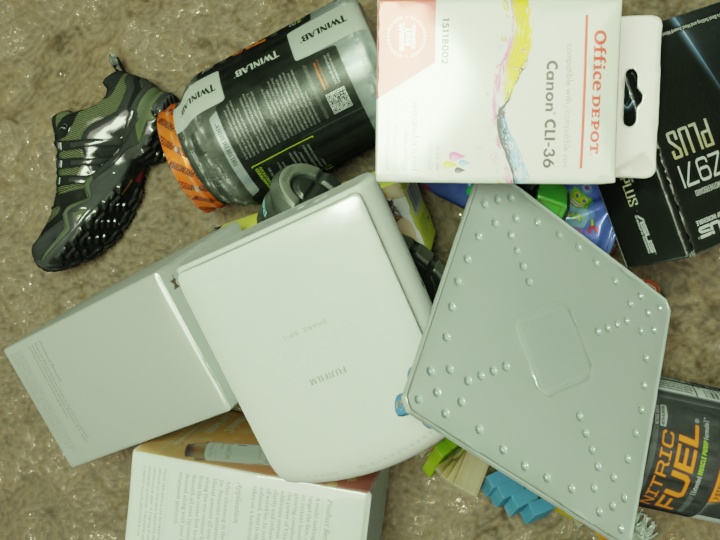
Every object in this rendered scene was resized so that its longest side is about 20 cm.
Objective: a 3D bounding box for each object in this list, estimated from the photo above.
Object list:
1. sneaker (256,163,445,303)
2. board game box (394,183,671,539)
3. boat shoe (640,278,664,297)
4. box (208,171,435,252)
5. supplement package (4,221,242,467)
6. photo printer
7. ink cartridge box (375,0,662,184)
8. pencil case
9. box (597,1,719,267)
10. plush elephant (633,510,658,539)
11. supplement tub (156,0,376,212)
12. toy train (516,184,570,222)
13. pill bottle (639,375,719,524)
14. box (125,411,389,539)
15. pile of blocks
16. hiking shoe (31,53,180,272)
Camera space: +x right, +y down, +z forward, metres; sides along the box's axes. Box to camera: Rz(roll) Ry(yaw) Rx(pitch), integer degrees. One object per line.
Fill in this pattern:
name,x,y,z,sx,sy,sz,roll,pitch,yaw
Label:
sneaker,0.000,0.000,0.706,0.199,0.076,0.079,42,134,-5
board game box,0.131,0.058,0.625,0.198,0.026,0.203,33,58,-17
boat shoe,0.172,0.040,0.711,0.196,0.071,0.064,-18,117,-23
box,-0.039,-0.026,0.761,0.196,0.050,0.076,-18,113,22
supplement package,-0.175,0.065,0.742,0.197,0.121,0.122,-23,100,32
photo printer,-0.022,0.054,0.639,0.163,0.070,0.203,-21,103,16
ink cartridge box,0.109,-0.118,0.588,0.195,0.068,0.120,0,97,4
pencil case,0.134,-0.077,0.747,0.197,0.078,0.088,28,96,6
box,0.279,-0.115,0.681,0.196,0.086,0.167,-20,90,-16
plush elephant,0.199,0.303,0.715,0.162,0.155,0.204,24,97,7
supplement tub,-0.066,-0.136,0.754,0.197,0.122,0.125,-25,89,9
toy train,0.119,0.008,0.732,0.055,0.042,0.203,17,127,1
pill bottle,0.232,0.138,0.715,0.195,0.106,0.109,11,95,0
box,-0.081,0.200,0.757,0.195,0.152,0.109,8,96,8
pile of blocks,0.113,0.178,0.766,0.197,0.063,0.083,30,55,9
hiking shoe,-0.251,-0.096,0.819,0.100,0.076,0.202,35,89,14
